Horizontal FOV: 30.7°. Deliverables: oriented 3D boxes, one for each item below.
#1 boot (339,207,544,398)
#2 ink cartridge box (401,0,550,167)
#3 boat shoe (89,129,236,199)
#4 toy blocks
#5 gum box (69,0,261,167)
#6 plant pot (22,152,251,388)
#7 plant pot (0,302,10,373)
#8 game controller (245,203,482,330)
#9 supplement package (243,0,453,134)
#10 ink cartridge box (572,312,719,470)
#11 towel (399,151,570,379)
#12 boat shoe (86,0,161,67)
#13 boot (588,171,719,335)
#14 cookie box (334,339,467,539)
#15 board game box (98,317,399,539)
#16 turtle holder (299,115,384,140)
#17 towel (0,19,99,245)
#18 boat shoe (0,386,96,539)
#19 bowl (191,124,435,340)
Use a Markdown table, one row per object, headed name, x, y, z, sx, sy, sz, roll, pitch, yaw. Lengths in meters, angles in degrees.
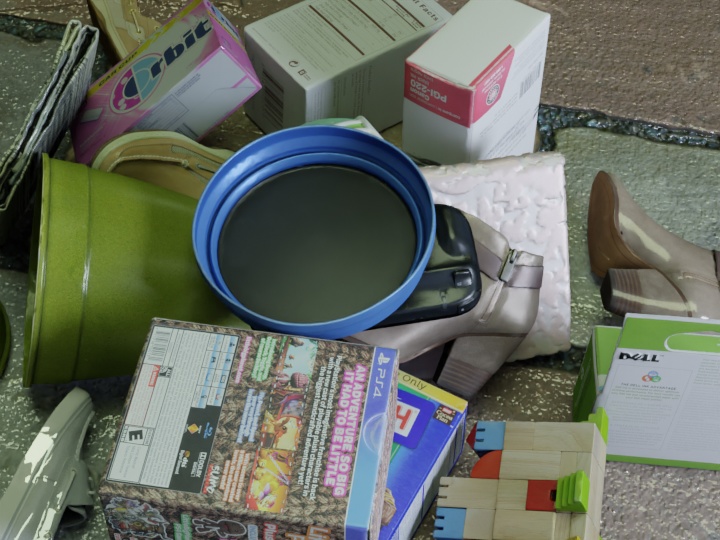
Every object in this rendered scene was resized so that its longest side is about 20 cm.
| name | x | y | z | sx | sy | sz | roll | pitch | yaw |
| --- | --- | --- | --- | --- | --- | --- | --- | --- | --- |
| boot | 0.060 | 0.016 | 1.140 | 0.198 | 0.070 | 0.147 | 24 | 91 | -17 |
| ink cartridge box | 0.110 | -0.149 | 1.290 | 0.084 | 0.201 | 0.146 | 26 | 51 | 25 |
| boat shoe | -0.164 | -0.083 | 1.249 | 0.199 | 0.072 | 0.076 | 0 | 46 | -50 |
| toy blocks | 0.122 | 0.202 | 1.061 | 0.135 | 0.100 | 0.202 | -1 | 61 | 22 |
| gum box | -0.202 | -0.166 | 1.301 | 0.199 | 0.066 | 0.114 | -38 | 41 | 11 |
| plant pot | -0.192 | 0.008 | 1.154 | 0.191 | 0.201 | 0.202 | 5 | 47 | -16 |
| plant pot | -0.410 | 0.007 | 1.110 | 0.198 | 0.194 | 0.202 | 3 | 49 | -3 |
| game controller | 0.000 | 0.000 | 1.097 | 0.198 | 0.042 | 0.105 | -8 | 55 | -2 |
| supplement package | -0.013 | -0.219 | 1.396 | 0.199 | 0.118 | 0.117 | -28 | 56 | -26 |
| ink cartridge box | 0.269 | 0.080 | 1.104 | 0.146 | 0.201 | 0.076 | 5 | 48 | -1 |
| towel | 0.093 | -0.004 | 1.187 | 0.198 | 0.193 | 0.032 | -8 | 15 | -11 |
| boat shoe | -0.242 | -0.248 | 1.432 | 0.069 | 0.074 | 0.201 | -20 | 52 | -13 |
| boot | 0.302 | -0.009 | 1.272 | 0.145 | 0.071 | 0.201 | 8 | 50 | -6 |
| cookie box | -0.027 | 0.165 | 1.090 | 0.170 | 0.076 | 0.200 | 23 | 51 | 16 |
| board game box | -0.078 | 0.138 | 0.995 | 0.198 | 0.097 | 0.161 | 7 | 50 | 5 |
| turtle holder | -0.025 | -0.073 | 1.249 | 0.132 | 0.186 | 0.141 | -42 | 70 | -1 |
| towel | -0.299 | -0.124 | 1.208 | 0.034 | 0.200 | 0.194 | 28 | 76 | -10 |
| boat shoe | -0.253 | 0.185 | 1.065 | 0.068 | 0.072 | 0.201 | 28 | 43 | -8 |
| bowl | -0.037 | -0.030 | 1.071 | 0.198 | 0.040 | 0.202 | -3 | 55 | 4 |
